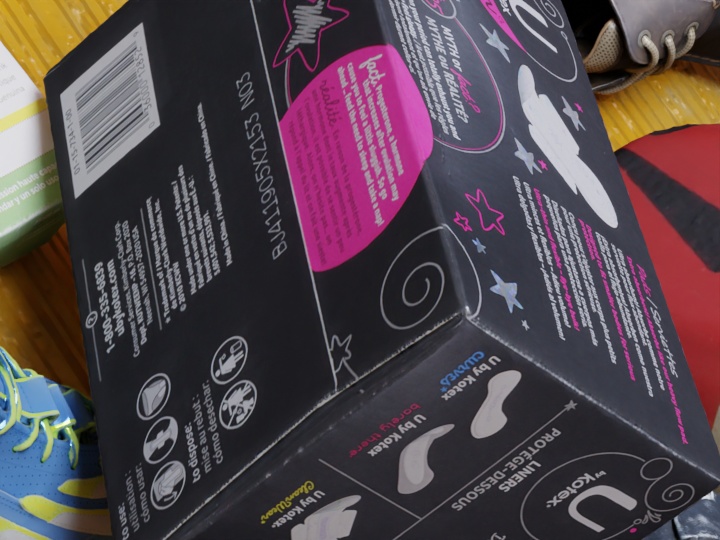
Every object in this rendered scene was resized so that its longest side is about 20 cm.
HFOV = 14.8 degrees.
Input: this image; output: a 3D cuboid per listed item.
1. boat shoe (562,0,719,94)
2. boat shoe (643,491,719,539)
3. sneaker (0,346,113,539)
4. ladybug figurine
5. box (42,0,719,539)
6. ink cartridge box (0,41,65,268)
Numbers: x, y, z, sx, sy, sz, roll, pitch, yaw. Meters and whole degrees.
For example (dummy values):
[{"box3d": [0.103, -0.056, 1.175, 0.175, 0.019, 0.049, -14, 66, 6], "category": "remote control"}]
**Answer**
[{"box3d": [0.090, -0.099, 1.028, 0.199, 0.075, 0.074, 15, 61, -13], "category": "boat shoe"}, {"box3d": [0.106, 0.101, 0.777, 0.090, 0.071, 0.201, -5, 49, 3], "category": "boat shoe"}, {"box3d": [-0.104, 0.054, 0.755, 0.199, 0.105, 0.076, -1, 59, -33], "category": "sneaker"}, {"box3d": [0.123, 0.010, 0.890, 0.072, 0.136, 0.200, 53, -7, -34], "category": "ladybug figurine"}, {"box3d": [0.000, 0.000, 0.786, 0.115, 0.132, 0.201, 32, 30, -37], "category": "box"}, {"box3d": [-0.193, -0.067, 0.826, 0.200, 0.048, 0.145, 52, 47, 6], "category": "ink cartridge box"}]
